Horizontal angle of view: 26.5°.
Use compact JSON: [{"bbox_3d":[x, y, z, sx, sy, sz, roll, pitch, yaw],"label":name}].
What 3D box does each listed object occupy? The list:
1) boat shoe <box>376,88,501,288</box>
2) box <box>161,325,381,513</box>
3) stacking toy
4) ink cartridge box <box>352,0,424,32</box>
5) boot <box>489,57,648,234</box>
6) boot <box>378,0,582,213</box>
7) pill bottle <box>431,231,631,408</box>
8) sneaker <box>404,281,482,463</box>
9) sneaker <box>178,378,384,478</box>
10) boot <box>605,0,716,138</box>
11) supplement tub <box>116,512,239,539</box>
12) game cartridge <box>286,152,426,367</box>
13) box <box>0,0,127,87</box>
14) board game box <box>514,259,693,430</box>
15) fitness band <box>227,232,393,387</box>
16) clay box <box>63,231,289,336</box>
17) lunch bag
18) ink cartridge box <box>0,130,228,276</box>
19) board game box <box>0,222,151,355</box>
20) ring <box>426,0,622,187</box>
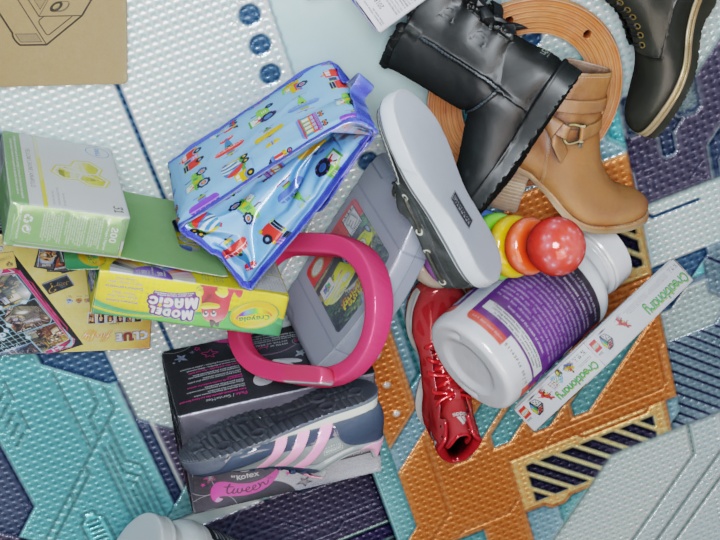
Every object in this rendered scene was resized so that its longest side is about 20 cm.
[{"bbox_3d":[0.058,-0.065,1.353,0.056,0.069,0.201,-14,115,34],"label":"boat shoe"},{"bbox_3d":[-0.088,0.145,1.539,0.199,0.115,0.133,-11,123,-9],"label":"box"},{"bbox_3d":[0.134,-0.025,1.447,0.085,0.199,0.086,0,89,-39],"label":"stacking toy"},{"bbox_3d":[0.026,-0.304,1.319,0.200,0.076,0.137,-36,123,5],"label":"ink cartridge box"},{"bbox_3d":[0.212,-0.125,1.472,0.199,0.077,0.156,13,114,-14],"label":"boot"},{"bbox_3d":[0.090,-0.158,1.391,0.162,0.073,0.199,36,115,6],"label":"boot"},{"bbox_3d":[0.175,0.035,1.520,0.200,0.111,0.112,-40,128,-22],"label":"pill bottle"},{"bbox_3d":[0.098,0.110,1.571,0.078,0.116,0.201,-14,124,-7],"label":"sneaker"},{"bbox_3d":[-0.070,0.172,1.448,0.199,0.070,0.082,-16,116,-8],"label":"sneaker"},{"bbox_3d":[0.249,-0.233,1.430,0.138,0.077,0.201,9,104,-23],"label":"boot"},{"bbox_3d":[-0.163,0.350,1.628,0.199,0.141,0.141,29,110,-29],"label":"supplement tub"},{"bbox_3d":[0.000,0.000,1.464,0.041,0.133,0.201,18,114,-36],"label":"game cartridge"},{"bbox_3d":[-0.278,-0.252,1.295,0.162,0.021,0.201,-3,121,-15],"label":"box"},{"bbox_3d":[0.247,0.073,1.543,0.035,0.200,0.126,46,135,8],"label":"board game box"},{"bbox_3d":[-0.050,0.036,1.440,0.037,0.199,0.145,16,81,-45],"label":"fitness band"},{"bbox_3d":[-0.173,0.005,1.382,0.199,0.115,0.048,7,112,-16],"label":"clay box"},{"bbox_3d":[-0.070,-0.106,1.365,0.200,0.151,0.094,-43,116,11],"label":"lunch bag"},{"bbox_3d":[-0.219,-0.059,1.356,0.199,0.146,0.048,7,117,-20],"label":"ink cartridge box"},{"bbox_3d":[-0.297,0.014,1.446,0.199,0.035,0.136,-1,121,-16],"label":"board game box"},{"bbox_3d":[0.158,-0.171,1.475,0.199,0.019,0.201,-7,123,-11],"label":"ring"}]
